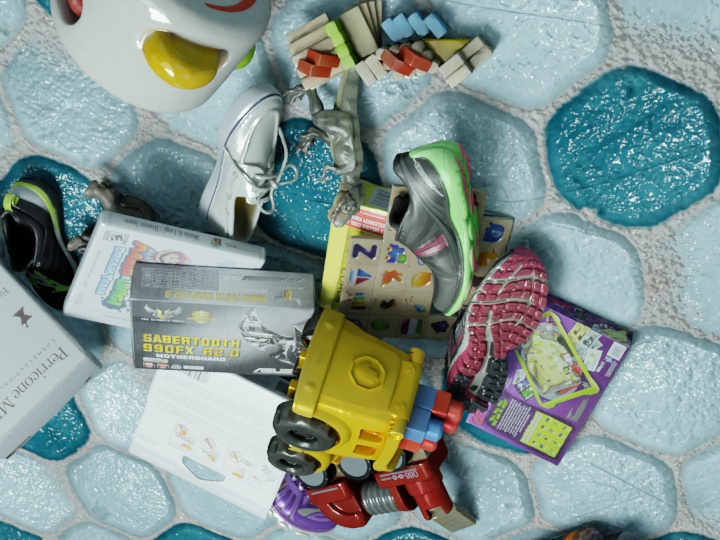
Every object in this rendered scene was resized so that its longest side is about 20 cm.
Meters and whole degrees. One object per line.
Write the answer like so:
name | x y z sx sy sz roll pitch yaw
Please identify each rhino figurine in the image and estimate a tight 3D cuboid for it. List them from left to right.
rhino figurine | -0.296 -0.018 1.387 0.087 0.060 0.201 31 131 2

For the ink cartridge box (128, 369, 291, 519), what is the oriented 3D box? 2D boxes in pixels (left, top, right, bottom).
ink cartridge box | -0.167 0.189 1.442 0.199 0.044 0.175 26 118 2

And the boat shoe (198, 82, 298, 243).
boat shoe | -0.110 -0.097 1.227 0.086 0.074 0.203 49 136 22

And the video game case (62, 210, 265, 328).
video game case | -0.222 0.013 1.314 0.181 0.024 0.200 13 145 -20

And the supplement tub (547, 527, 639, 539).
supplement tub | 0.246 0.374 1.416 0.199 0.107 0.107 -29 110 35

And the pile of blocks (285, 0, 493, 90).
pile of blocks | 0.023 -0.210 1.100 0.198 0.062 0.083 -1 105 9

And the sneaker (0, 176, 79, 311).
sneaker | -0.393 -0.018 1.405 0.071 0.083 0.201 8 131 17

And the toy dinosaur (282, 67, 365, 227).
toy dinosaur | -0.031 -0.149 1.191 0.088 0.047 0.202 12 110 34

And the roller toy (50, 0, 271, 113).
roller toy | -0.181 -0.253 1.088 0.182 0.200 0.140 45 127 -5

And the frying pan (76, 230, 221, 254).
frying pan | -0.210 -0.016 1.324 0.189 0.031 0.115 18 139 -29

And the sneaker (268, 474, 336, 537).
sneaker | -0.096 0.256 1.491 0.200 0.081 0.083 45 122 -12

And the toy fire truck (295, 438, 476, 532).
toy fire truck | 0.044 0.265 1.427 0.175 0.129 0.201 -18 106 31

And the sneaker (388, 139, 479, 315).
sneaker | 0.072 -0.043 1.169 0.083 0.077 0.201 0 127 14

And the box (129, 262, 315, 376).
box | -0.155 0.058 1.319 0.198 0.049 0.159 4 148 -8

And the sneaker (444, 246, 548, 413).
sneaker | 0.131 0.055 1.246 0.080 0.075 0.201 11 125 -18

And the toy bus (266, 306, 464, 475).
toy bus | 0.008 0.153 1.266 0.190 0.137 0.200 17 148 -1

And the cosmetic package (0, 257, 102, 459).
cosmetic package | -0.437 0.094 1.393 0.200 0.165 0.165 45 169 3

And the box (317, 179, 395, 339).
box | 0.000 0.000 1.284 0.075 0.050 0.201 18 128 9

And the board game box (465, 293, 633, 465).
board game box | 0.205 0.120 1.302 0.119 0.032 0.201 23 129 2

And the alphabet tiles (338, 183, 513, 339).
alphabet tiles | 0.067 -0.005 1.240 0.165 0.008 0.201 3 128 -9
